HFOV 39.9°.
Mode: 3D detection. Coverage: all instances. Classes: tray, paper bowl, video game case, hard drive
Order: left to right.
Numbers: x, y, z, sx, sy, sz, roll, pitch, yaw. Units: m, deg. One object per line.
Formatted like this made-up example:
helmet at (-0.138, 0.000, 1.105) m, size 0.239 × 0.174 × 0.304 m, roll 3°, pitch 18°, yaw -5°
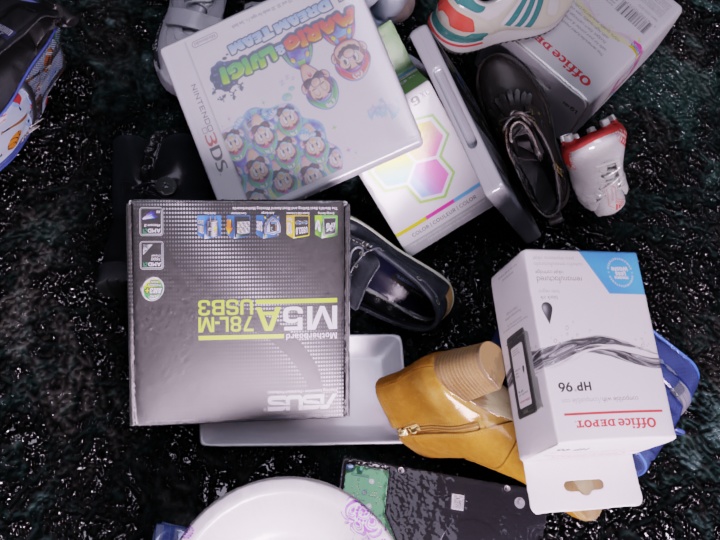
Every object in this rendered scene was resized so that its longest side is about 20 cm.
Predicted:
paper bowl at (-0.058, 0.274, 0.788) m, size 0.196 × 0.105 × 0.204 m, roll 1°, pitch 69°, yaw -2°
video game case at (-0.065, -0.161, 0.921) m, size 0.197 × 0.024 × 0.185 m, roll -23°, pitch 83°, yaw 2°
tray at (-0.053, 0.114, 0.940) m, size 0.196 × 0.022 × 0.109 m, roll 1°, pitch 67°, yaw -11°
hard drive at (0.068, 0.255, 0.894) m, size 0.196 × 0.038 × 0.142 m, roll 10°, pitch 65°, yaw -8°
video game case at (0.119, -0.130, 1.000) m, size 0.023 × 0.200 × 0.184 m, roll -27°, pitch 71°, yaw 13°

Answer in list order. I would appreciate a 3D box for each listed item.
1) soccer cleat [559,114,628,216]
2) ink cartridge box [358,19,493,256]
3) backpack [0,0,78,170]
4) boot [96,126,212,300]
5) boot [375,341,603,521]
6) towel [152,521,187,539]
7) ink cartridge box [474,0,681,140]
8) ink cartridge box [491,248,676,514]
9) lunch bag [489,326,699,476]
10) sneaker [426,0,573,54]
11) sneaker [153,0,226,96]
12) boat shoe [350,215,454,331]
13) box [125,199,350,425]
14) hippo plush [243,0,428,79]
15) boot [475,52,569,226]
soccer cleat at (0.244, -0.100, 1.013) m, size 0.068 × 0.200 × 0.087 m, roll -21°, pitch 84°, yaw 9°
ink cartridge box at (0.040, -0.126, 0.969) m, size 0.103 × 0.059 × 0.201 m, roll -30°, pitch 115°, yaw 5°
backpack at (-0.387, -0.174, 0.928) m, size 0.197 × 0.155 × 0.193 m, roll 18°, pitch 55°, yaw 3°
boot at (-0.152, -0.053, 0.963) m, size 0.196 × 0.077 × 0.171 m, roll 5°, pitch 69°, yaw -3°
boot at (0.113, 0.153, 0.894) m, size 0.202 × 0.143 × 0.071 m, roll 50°, pitch 47°, yaw -11°
towel at (-0.126, 0.322, 0.831) m, size 0.144 × 0.024 × 0.203 m, roll 13°, pitch 64°, yaw -7°
ink cartridge box at (0.248, -0.267, 1.139) m, size 0.144 × 0.085 × 0.200 m, roll 42°, pitch 64°, yaw 10°
ink cartridge box at (0.185, 0.089, 0.817) m, size 0.114 × 0.068 × 0.204 m, roll 0°, pitch 69°, yaw -20°
lunch bag at (0.220, 0.101, 0.939) m, size 0.199 × 0.136 × 0.133 m, roll 38°, pitch 65°, yaw 3°
sneaker at (0.163, -0.292, 1.028) m, size 0.197 × 0.094 × 0.071 m, roll -24°, pitch 71°, yaw -27°
sneaker at (-0.174, -0.289, 1.043) m, size 0.074 × 0.115 × 0.203 m, roll 10°, pitch 65°, yaw -7°
boat shoe at (0.000, 0.000, 0.969) m, size 0.198 × 0.075 × 0.062 m, roll 28°, pitch 26°, yaw -2°
box at (-0.107, 0.035, 0.880) m, size 0.196 × 0.047 × 0.197 m, roll 0°, pitch 93°, yaw -11°
hippo plush at (-0.013, -0.225, 1.008) m, size 0.196 × 0.159 × 0.164 m, roll -14°, pitch 82°, yaw 10°
boot at (0.166, -0.141, 1.001) m, size 0.068 × 0.174 × 0.203 m, roll -25°, pitch 85°, yaw 13°
